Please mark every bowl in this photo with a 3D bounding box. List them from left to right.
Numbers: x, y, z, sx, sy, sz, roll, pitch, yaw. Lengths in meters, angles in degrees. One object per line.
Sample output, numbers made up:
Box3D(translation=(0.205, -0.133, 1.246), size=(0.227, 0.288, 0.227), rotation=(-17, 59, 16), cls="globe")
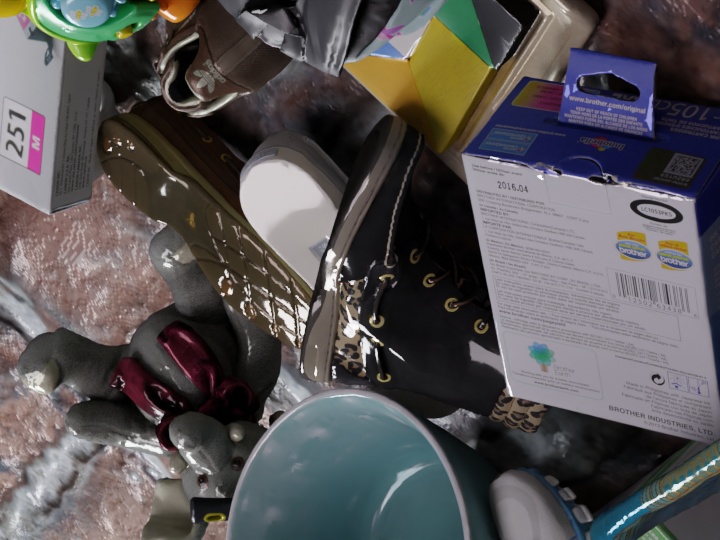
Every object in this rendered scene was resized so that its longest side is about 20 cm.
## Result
Box3D(translation=(0.022, 0.173, 1.632), size=(0.200, 0.105, 0.203), rotation=(-5, 83, 42), cls="bowl")

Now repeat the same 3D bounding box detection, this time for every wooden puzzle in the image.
Box3D(translation=(0.025, -0.143, 1.445), size=(0.185, 0.037, 0.200), rotation=(43, 151, 8), cls="wooden puzzle")

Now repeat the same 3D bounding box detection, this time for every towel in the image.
Box3D(translation=(0.212, 0.087, 1.366), size=(0.022, 0.146, 0.200), rotation=(63, 151, 10), cls="towel")

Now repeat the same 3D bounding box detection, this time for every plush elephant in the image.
Box3D(translation=(-0.105, 0.099, 1.774), size=(0.200, 0.164, 0.155), rotation=(48, -170, -45), cls="plush elephant")

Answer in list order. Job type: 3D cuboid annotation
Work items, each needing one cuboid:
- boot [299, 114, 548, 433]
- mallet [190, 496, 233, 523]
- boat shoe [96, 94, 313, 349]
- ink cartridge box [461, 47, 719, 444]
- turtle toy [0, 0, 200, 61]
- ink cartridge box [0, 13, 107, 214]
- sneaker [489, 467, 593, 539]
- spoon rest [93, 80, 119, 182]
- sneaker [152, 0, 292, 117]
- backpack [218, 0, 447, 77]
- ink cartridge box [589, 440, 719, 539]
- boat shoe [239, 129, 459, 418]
Box3D(translation=(0.052, 0.008, 1.518), size=(0.150, 0.073, 0.201), rotation=(18, 133, 1), cls="boot")
Box3D(translation=(-0.009, 0.159, 1.737), size=(0.198, 0.041, 0.066), rotation=(-5, 139, 1), cls="mallet")
Box3D(translation=(-0.075, -0.036, 1.674), size=(0.200, 0.067, 0.072), rotation=(45, 146, 12), cls="boat shoe")
Box3D(translation=(0.135, -0.017, 1.386), size=(0.136, 0.076, 0.201), rotation=(12, 136, 29), cls="ink cartridge box")
Box3D(translation=(-0.131, -0.209, 1.463), size=(0.101, 0.145, 0.201), rotation=(22, 110, 33), cls="turtle toy")
Box3D(translation=(-0.230, -0.159, 1.682), size=(0.173, 0.043, 0.201), rotation=(25, 119, 33), cls="ink cartridge box")
Box3D(translation=(0.104, 0.205, 1.512), size=(0.075, 0.086, 0.201), rotation=(117, 135, -58), cls="sneaker")
Box3D(translation=(-0.212, -0.114, 1.789), size=(0.200, 0.060, 0.100), rotation=(33, 149, 50), cls="spoon rest")
Box3D(translation=(-0.093, -0.126, 1.543), size=(0.071, 0.075, 0.200), rotation=(51, 167, -8), cls="sneaker")
Box3D(translation=(0.006, -0.194, 1.299), size=(0.167, 0.126, 0.201), rotation=(40, 132, 23), cls="backpack")
Box3D(translation=(0.193, 0.195, 1.576), size=(0.145, 0.087, 0.200), rotation=(47, 149, 4), cls="ink cartridge box")
Box3D(translation=(0.000, 0.000, 1.618), size=(0.072, 0.069, 0.200), rotation=(-37, 106, 27), cls="boat shoe")
